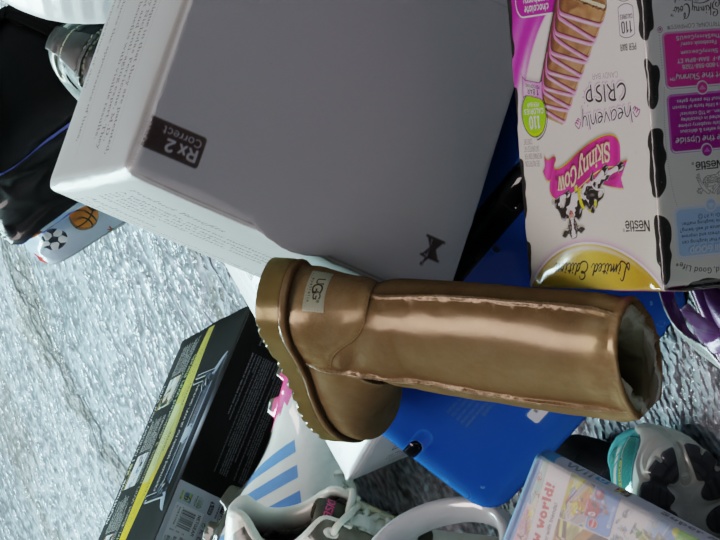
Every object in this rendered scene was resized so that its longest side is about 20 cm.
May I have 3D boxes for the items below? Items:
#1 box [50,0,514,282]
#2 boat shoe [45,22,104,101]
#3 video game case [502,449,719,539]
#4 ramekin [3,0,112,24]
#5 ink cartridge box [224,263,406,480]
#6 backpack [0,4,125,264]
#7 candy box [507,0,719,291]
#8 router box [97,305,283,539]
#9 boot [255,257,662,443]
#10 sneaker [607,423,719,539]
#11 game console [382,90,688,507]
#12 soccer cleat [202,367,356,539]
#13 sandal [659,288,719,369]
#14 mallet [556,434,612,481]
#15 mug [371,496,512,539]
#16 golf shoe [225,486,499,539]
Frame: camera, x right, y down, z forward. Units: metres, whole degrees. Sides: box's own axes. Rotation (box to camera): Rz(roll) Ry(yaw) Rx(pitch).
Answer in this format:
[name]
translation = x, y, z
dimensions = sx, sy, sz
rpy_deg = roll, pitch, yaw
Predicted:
[box]
translation = -0.033, -0.102, 1.577
dimensions = 0.131, 0.199, 0.200
rpy_deg = -3, 66, 64
[boat shoe]
translation = -0.142, -0.118, 1.941
dimensions = 0.068, 0.072, 0.200
rpy_deg = 17, 172, 25
[video game case]
translation = 0.159, 0.204, 1.570
dimensions = 0.200, 0.018, 0.143
rpy_deg = 27, 110, 21
[ramekin]
translation = -0.172, -0.251, 1.842
dimensions = 0.201, 0.200, 0.098
rpy_deg = 53, 160, 30
[ink cartridge box]
translation = 0.000, 0.000, 1.818
dimensions = 0.200, 0.084, 0.176
rpy_deg = 60, 152, 18
[backpack]
translation = -0.220, -0.112, 2.083
dimensions = 0.191, 0.200, 0.154
rpy_deg = 46, 161, 46
[candy box]
translation = 0.132, -0.091, 1.447
dimensions = 0.136, 0.061, 0.200
rpy_deg = 0, 96, 64
[router box]
translation = -0.117, 0.133, 2.054
dimensions = 0.052, 0.200, 0.157
rpy_deg = 27, 161, -15
[boot]
translation = 0.060, 0.055, 1.520
dimensions = 0.200, 0.066, 0.175
rpy_deg = 6, 160, 22
[sneaker]
translation = 0.176, 0.182, 1.633
dimensions = 0.080, 0.077, 0.200
rpy_deg = -156, 60, -66
[game console]
translation = 0.076, 0.002, 1.645
dimensions = 0.171, 0.118, 0.200
rpy_deg = 37, 124, -3
[soccer cleat]
translation = -0.027, 0.125, 1.934
dimensions = 0.086, 0.070, 0.200
rpy_deg = 27, 96, 23
[sandal]
translation = 0.179, 0.010, 1.497
dimensions = 0.203, 0.050, 0.082
rpy_deg = 64, 156, 9
[mallet]
translation = 0.165, 0.190, 1.697
dimensions = 0.066, 0.041, 0.200
rpy_deg = 6, 119, 67
[mug]
translation = 0.057, 0.226, 1.725
dimensions = 0.148, 0.175, 0.200
rpy_deg = 47, -152, -50
[golf shoe]
translation = 0.008, 0.183, 1.829
dimensions = 0.077, 0.200, 0.088
rpy_deg = -68, -32, -56
